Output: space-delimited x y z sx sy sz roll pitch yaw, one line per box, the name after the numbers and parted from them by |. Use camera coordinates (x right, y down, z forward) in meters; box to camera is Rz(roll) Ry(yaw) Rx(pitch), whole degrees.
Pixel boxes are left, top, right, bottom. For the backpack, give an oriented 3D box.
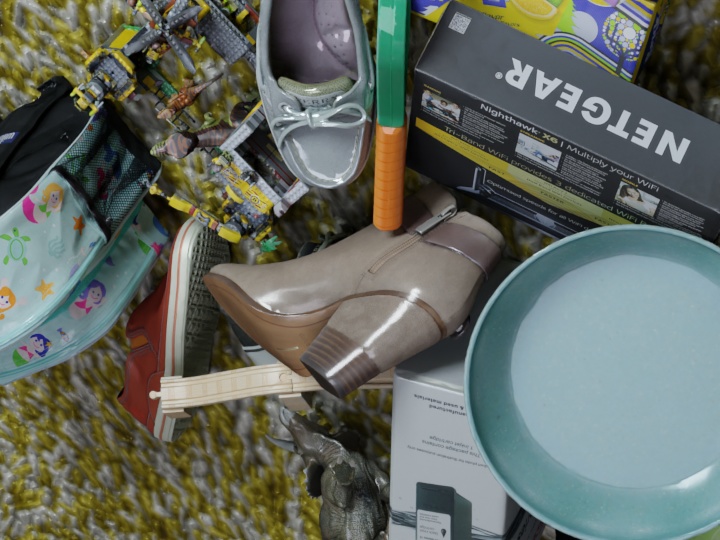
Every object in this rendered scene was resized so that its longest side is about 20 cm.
-0.238 -0.012 1.498 0.177 0.200 0.151 -20 112 34 | backpack

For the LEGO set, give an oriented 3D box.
-0.102 -0.093 1.428 0.153 0.116 0.200 -28 107 37 | LEGO set

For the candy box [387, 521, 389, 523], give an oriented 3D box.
0.068 0.275 1.641 0.116 0.057 0.201 15 126 17 | candy box

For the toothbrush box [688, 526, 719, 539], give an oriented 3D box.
0.293 0.142 1.402 0.145 0.086 0.200 30 130 -10 | toothbrush box

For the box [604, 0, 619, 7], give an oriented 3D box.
0.124 -0.281 1.200 0.175 0.097 0.200 34 131 1 | box

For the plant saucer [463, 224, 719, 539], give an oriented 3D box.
0.161 0.065 1.315 0.198 0.036 0.202 2 108 6 | plant saucer

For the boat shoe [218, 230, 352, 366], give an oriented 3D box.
-0.018 0.011 1.490 0.199 0.071 0.064 -23 111 38 | boat shoe

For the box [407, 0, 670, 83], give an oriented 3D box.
0.083 -0.179 1.313 0.199 0.064 0.070 23 129 11 | box

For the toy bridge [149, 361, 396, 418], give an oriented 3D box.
-0.046 0.077 1.510 0.198 0.067 0.027 -5 78 5 | toy bridge

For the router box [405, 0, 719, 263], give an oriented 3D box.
0.126 -0.069 1.325 0.199 0.052 0.157 26 163 6 | router box

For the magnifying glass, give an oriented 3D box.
0.018 -0.108 1.306 0.022 0.080 0.201 2 131 3 | magnifying glass

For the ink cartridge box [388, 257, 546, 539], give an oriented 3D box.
0.079 0.114 1.465 0.082 0.147 0.201 14 128 16 | ink cartridge box

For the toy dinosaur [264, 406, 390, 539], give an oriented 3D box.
-0.003 0.184 1.558 0.102 0.076 0.202 138 122 -70 | toy dinosaur

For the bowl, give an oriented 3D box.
0.157 0.182 1.439 0.039 0.201 0.202 -2 125 -3 | bowl

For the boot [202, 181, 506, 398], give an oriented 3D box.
0.000 0.000 1.411 0.200 0.146 0.070 34 164 49 | boot

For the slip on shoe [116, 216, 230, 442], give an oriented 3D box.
-0.137 0.039 1.571 0.061 0.074 0.201 26 135 11 | slip on shoe

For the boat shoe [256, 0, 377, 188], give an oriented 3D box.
-0.029 -0.134 1.304 0.074 0.065 0.203 2 120 5 | boat shoe
